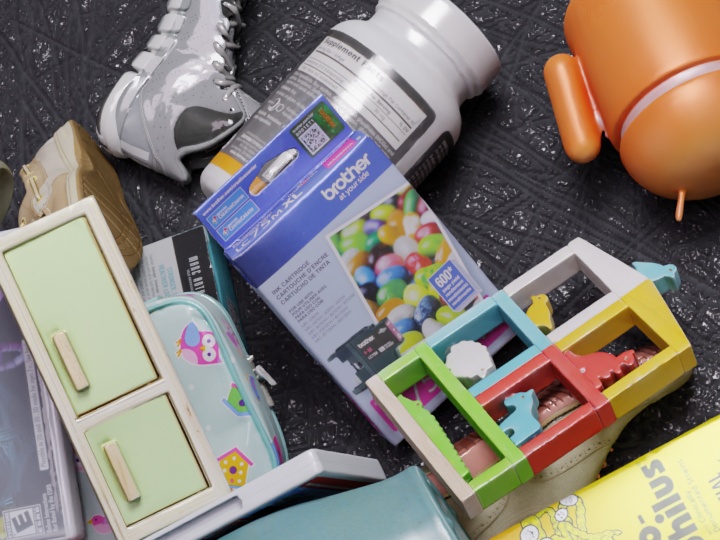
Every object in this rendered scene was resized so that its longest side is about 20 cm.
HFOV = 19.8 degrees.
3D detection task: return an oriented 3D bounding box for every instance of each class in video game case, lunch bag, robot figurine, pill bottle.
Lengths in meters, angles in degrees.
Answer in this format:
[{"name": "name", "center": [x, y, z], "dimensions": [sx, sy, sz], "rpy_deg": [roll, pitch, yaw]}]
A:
[{"name": "video game case", "center": [-0.276, 0.087, 1.315], "dimensions": [0.180, 0.023, 0.202], "rpy_deg": [-12, 82, 13]}, {"name": "lunch bag", "center": [-0.150, 0.107, 1.339], "dimensions": [0.199, 0.077, 0.161], "rpy_deg": [-26, 84, 7]}, {"name": "video game case", "center": [-0.090, 0.166, 1.271], "dimensions": [0.199, 0.143, 0.018], "rpy_deg": [-29, 75, 11]}, {"name": "robot figurine", "center": [0.203, -0.130, 1.341], "dimensions": [0.143, 0.117, 0.201], "rpy_deg": [-4, 58, -29]}, {"name": "pill bottle", "center": [-0.004, -0.094, 1.388], "dimensions": [0.116, 0.116, 0.200], "rpy_deg": [38, 81, 27]}]

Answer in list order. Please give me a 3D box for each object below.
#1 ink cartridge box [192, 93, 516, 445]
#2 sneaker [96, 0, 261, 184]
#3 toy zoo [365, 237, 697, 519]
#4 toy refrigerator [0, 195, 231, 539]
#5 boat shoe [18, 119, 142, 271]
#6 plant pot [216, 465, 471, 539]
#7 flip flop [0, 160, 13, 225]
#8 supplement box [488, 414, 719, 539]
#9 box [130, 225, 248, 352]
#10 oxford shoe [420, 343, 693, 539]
[{"name": "ink cartridge box", "center": [0.000, 0.000, 1.318], "dimensions": [0.119, 0.042, 0.200], "rpy_deg": [-42, 104, -4]}, {"name": "sneaker", "center": [-0.093, -0.149, 1.471], "dimensions": [0.115, 0.075, 0.201], "rpy_deg": [30, 88, 21]}, {"name": "toy zoo", "center": [0.116, 0.055, 1.272], "dimensions": [0.199, 0.021, 0.131], "rpy_deg": [-33, 42, -7]}, {"name": "toy refrigerator", "center": [-0.155, 0.063, 1.258], "dimensions": [0.075, 0.070, 0.201], "rpy_deg": [-24, 85, -10]}, {"name": "boat shoe", "center": [-0.200, -0.035, 1.416], "dimensions": [0.069, 0.074, 0.200], "rpy_deg": [-37, 25, 6]}, {"name": "plant pot", "center": [-0.008, 0.217, 1.199], "dimensions": [0.187, 0.200, 0.201], "rpy_deg": [-34, 62, 2]}, {"name": "flip flop", "center": [-0.265, 0.018, 1.392], "dimensions": [0.057, 0.081, 0.201], "rpy_deg": [13, 66, 7]}, {"name": "supplement box", "center": [0.192, 0.172, 1.212], "dimensions": [0.199, 0.110, 0.109], "rpy_deg": [-29, 62, 3]}, {"name": "box", "center": [-0.183, 0.045, 1.418], "dimensions": [0.199, 0.049, 0.083], "rpy_deg": [-19, 63, 8]}, {"name": "oxford shoe", "center": [0.130, 0.111, 1.296], "dimensions": [0.199, 0.071, 0.074], "rpy_deg": [-30, 92, -2]}]
